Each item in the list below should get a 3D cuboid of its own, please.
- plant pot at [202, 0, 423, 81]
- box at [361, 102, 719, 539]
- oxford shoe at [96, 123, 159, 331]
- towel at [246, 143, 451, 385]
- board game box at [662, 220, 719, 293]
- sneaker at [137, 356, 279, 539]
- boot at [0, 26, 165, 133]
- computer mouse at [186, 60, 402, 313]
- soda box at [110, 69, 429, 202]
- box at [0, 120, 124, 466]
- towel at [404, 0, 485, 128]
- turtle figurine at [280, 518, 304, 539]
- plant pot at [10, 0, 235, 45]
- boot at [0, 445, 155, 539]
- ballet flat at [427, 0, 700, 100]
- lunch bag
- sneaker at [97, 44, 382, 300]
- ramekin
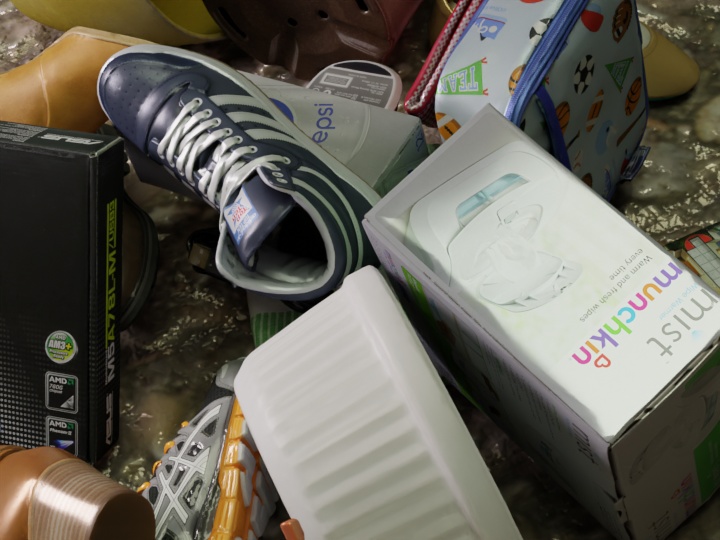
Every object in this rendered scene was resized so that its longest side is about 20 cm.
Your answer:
[{"bbox_3d":[-0.012,-0.256,1.181,0.200,0.200,0.198,15,59,18],"label":"plant pot"},{"bbox_3d":[0.108,0.040,0.855,0.097,0.200,0.176,-43,62,-8],"label":"box"},{"bbox_3d":[-0.187,-0.035,1.044,0.073,0.084,0.200,-48,43,17],"label":"oxford shoe"},{"bbox_3d":[0.000,0.000,1.045,0.152,0.023,0.200,-10,48,-2],"label":"towel"},{"bbox_3d":[0.203,0.028,1.001,0.200,0.023,0.105,-23,52,-15],"label":"board game box"},{"bbox_3d":[-0.092,0.129,0.902,0.077,0.078,0.200,-2,45,16],"label":"sneaker"},{"bbox_3d":[-0.189,-0.074,0.990,0.201,0.071,0.144,8,85,15],"label":"boot"},{"bbox_3d":[-0.028,-0.057,1.063,0.109,0.044,0.200,14,56,26],"label":"computer mouse"},{"bbox_3d":[-0.055,-0.074,1.010,0.200,0.068,0.063,18,58,27],"label":"soda box"},{"bbox_3d":[-0.237,0.005,0.952,0.200,0.194,0.048,9,23,13],"label":"box"},{"bbox_3d":[0.071,-0.160,1.049,0.022,0.200,0.145,29,95,4],"label":"towel"},{"bbox_3d":[-0.049,0.213,0.775,0.161,0.200,0.064,-19,21,7],"label":"turtle figurine"},{"bbox_3d":[-0.190,-0.251,1.202,0.142,0.200,0.200,-12,42,29],"label":"plant pot"},{"bbox_3d":[-0.183,0.191,0.852,0.155,0.074,0.200,8,79,46],"label":"boot"},{"bbox_3d":[0.143,-0.166,1.156,0.200,0.063,0.069,10,47,14],"label":"ballet flat"},{"bbox_3d":[0.115,-0.089,0.997,0.075,0.200,0.160,18,65,27],"label":"lunch bag"},{"bbox_3d":[-0.075,-0.056,0.891,0.200,0.070,0.108,35,21,7],"label":"sneaker"},{"bbox_3d":[0.010,0.105,0.836,0.094,0.203,0.203,-27,50,-3],"label":"ramekin"}]
